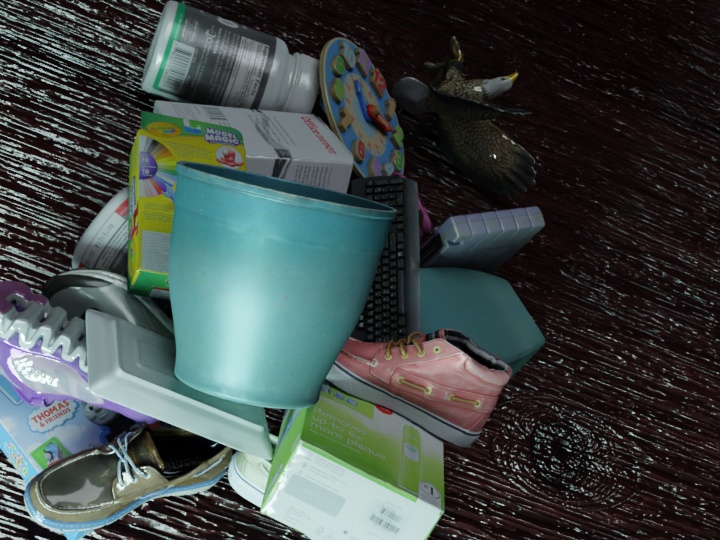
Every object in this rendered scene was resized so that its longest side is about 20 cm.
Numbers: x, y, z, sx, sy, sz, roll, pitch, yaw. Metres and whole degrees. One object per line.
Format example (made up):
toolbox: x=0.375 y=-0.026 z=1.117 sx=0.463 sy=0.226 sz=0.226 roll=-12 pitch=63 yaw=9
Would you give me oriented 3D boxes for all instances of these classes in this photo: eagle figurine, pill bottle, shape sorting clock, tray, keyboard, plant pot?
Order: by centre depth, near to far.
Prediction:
plant pot: x=-0.085 y=0.016 z=1.141 sx=0.199 sy=0.189 sz=0.200 roll=13 pitch=6 yaw=-1
tray: x=-0.162 y=0.101 z=1.183 sx=0.199 sy=0.022 sz=0.108 roll=27 pitch=29 yaw=-32
keyboard: x=0.000 y=0.000 z=1.318 sx=0.126 sy=0.021 sz=0.202 roll=-7 pitch=70 yaw=19
pill bottle: x=-0.187 y=0.013 z=1.323 sx=0.200 sy=0.114 sz=0.114 roll=37 pitch=46 yaw=4
plant pot: x=0.095 y=0.082 z=1.405 sx=0.199 sy=0.142 sz=0.142 roll=-11 pitch=61 yaw=-41
pill bottle: x=-0.154 y=-0.239 z=1.542 sx=0.199 sy=0.113 sz=0.114 roll=18 pitch=48 yaw=-16
shape sorting clock: x=0.006 y=-0.191 z=1.576 sx=0.200 sy=0.039 sz=0.201 roll=50 pitch=29 yaw=-40
eagle figurine: x=0.144 y=-0.205 z=1.645 sx=0.151 sy=0.151 sz=0.201 roll=15 pitch=41 yaw=-31

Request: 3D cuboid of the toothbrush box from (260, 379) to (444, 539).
toothbrush box: x=-0.002 y=0.178 z=1.209 sx=0.145 sy=0.086 sz=0.200 roll=28 pitch=18 yaw=-6

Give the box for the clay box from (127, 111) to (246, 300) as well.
clay box: x=-0.172 y=-0.063 z=1.278 sx=0.114 sy=0.048 sz=0.201 roll=9 pitch=52 yaw=-21

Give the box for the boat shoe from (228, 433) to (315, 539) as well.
boat shoe: x=-0.036 y=0.226 z=1.269 sx=0.199 sy=0.062 sz=0.072 roll=25 pitch=47 yaw=-8

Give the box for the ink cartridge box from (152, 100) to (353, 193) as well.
ink cartridge box: x=-0.127 y=-0.121 z=1.444 sx=0.199 sy=0.084 sz=0.145 roll=2 pitch=27 yaw=-24

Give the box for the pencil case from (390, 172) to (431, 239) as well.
pencil case: x=-0.022 y=-0.031 z=1.400 sx=0.091 sy=0.199 sz=0.094 roll=61 pitch=3 yaw=-10

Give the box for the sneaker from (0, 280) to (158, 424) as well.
sneaker: x=-0.272 y=0.092 z=1.184 sx=0.199 sy=0.089 sz=0.081 roll=29 pitch=21 yaw=-1

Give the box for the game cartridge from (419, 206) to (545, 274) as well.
game cartridge: x=0.105 y=-0.010 z=1.437 sx=0.129 sy=0.200 sz=0.039 roll=-13 pitch=70 yaw=-34

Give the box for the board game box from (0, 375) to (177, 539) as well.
board game box: x=-0.273 y=0.140 z=1.230 sx=0.151 sy=0.037 sz=0.200 roll=-30 pitch=72 yaw=-41

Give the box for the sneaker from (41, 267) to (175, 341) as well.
sneaker: x=-0.221 y=0.069 z=1.240 sx=0.199 sy=0.074 sz=0.080 roll=34 pitch=39 yaw=-10

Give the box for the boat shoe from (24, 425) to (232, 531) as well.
boat shoe: x=-0.206 y=0.176 z=1.163 sx=0.199 sy=0.072 sz=0.073 roll=-13 pitch=63 yaw=-37

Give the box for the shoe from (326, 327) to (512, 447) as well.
shoe: x=0.045 y=0.086 z=1.236 sx=0.199 sy=0.091 sz=0.072 roll=28 pitch=17 yaw=-6
